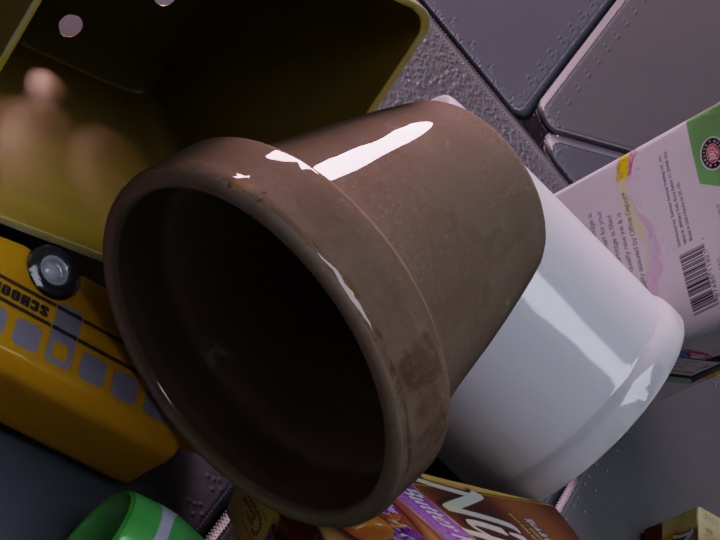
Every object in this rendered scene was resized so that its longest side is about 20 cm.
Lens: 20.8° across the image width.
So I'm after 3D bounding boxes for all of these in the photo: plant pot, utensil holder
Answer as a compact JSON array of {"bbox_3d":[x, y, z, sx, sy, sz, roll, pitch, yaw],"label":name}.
[{"bbox_3d":[0.000,0.000,0.984,0.174,0.200,0.200,-35,92,-34],"label":"plant pot"},{"bbox_3d":[-0.119,-0.131,1.065,0.200,0.200,0.176,22,21,-34],"label":"plant pot"},{"bbox_3d":[0.067,0.018,1.185,0.200,0.170,0.170,45,43,-10],"label":"utensil holder"}]

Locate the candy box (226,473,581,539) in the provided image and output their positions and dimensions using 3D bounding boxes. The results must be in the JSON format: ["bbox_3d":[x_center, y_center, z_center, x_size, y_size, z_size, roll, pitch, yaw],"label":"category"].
[{"bbox_3d":[0.039,0.157,1.060,0.200,0.057,0.117,18,17,-28],"label":"candy box"}]

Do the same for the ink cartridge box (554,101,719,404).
[{"bbox_3d":[0.215,-0.006,1.315,0.084,0.200,0.145,13,58,-42],"label":"ink cartridge box"}]

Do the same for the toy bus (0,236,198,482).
[{"bbox_3d":[-0.151,0.049,1.032,0.200,0.065,0.078,31,49,-28],"label":"toy bus"}]

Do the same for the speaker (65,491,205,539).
[{"bbox_3d":[-0.069,0.203,1.006,0.200,0.088,0.089,43,44,-16],"label":"speaker"}]

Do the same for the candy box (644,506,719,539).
[{"bbox_3d":[0.278,0.255,1.327,0.200,0.055,0.116,31,48,-28],"label":"candy box"}]
